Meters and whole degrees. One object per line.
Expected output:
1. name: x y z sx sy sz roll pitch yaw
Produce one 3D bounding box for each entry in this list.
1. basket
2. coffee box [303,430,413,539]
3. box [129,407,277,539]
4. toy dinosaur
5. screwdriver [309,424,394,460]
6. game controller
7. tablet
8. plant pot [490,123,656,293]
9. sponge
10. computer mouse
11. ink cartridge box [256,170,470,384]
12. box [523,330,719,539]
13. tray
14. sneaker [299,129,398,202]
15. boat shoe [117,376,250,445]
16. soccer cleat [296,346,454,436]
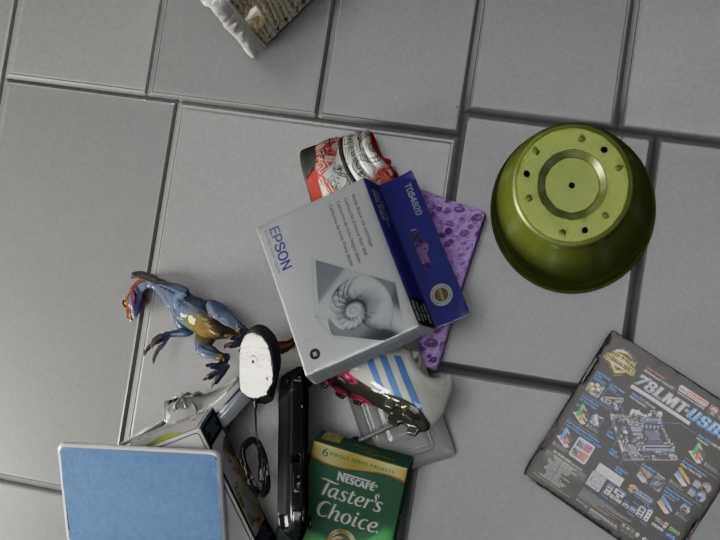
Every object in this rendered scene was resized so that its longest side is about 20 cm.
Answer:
1. basket: -0.152 -0.398 1.432 0.160 0.198 0.201 -39 79 3
2. coffee box: -0.015 0.302 1.402 0.121 0.044 0.203 16 102 12
3. box: -0.189 0.278 1.410 0.115 0.060 0.203 -20 103 15
4. toy dinosaur: -0.211 0.066 1.479 0.181 0.198 0.106 42 113 43
5. screwdriver: 0.009 0.193 1.407 0.199 0.028 0.029 -33 113 28
6. game controller: -0.077 0.218 1.392 0.041 0.105 0.203 1 65 -4
7. tablet: -0.253 0.263 1.377 0.196 0.014 0.132 1 107 9
8. plant pot: 0.239 -0.082 1.335 0.197 0.193 0.204 -1 85 10
9. sponge: 0.072 0.008 1.441 0.110 0.030 0.203 18 89 12
10. computer mouse: -0.115 0.166 1.406 0.058 0.034 0.204 3 92 36
11. ink cartridge box: 0.000 0.000 1.361 0.197 0.041 0.202 -24 67 5
12. box: 0.321 0.206 1.369 0.198 0.050 0.200 32 91 12
13. tray: 0.032 0.143 1.420 0.106 0.022 0.203 -19 91 17
14. sneaker: 0.002 -0.069 1.441 0.106 0.067 0.205 -18 80 11
15. boat shoe: -0.216 0.184 1.450 0.199 0.074 0.067 -40 98 5
16. soccer cleat: 0.019 0.116 1.382 0.198 0.070 0.086 29 60 25
